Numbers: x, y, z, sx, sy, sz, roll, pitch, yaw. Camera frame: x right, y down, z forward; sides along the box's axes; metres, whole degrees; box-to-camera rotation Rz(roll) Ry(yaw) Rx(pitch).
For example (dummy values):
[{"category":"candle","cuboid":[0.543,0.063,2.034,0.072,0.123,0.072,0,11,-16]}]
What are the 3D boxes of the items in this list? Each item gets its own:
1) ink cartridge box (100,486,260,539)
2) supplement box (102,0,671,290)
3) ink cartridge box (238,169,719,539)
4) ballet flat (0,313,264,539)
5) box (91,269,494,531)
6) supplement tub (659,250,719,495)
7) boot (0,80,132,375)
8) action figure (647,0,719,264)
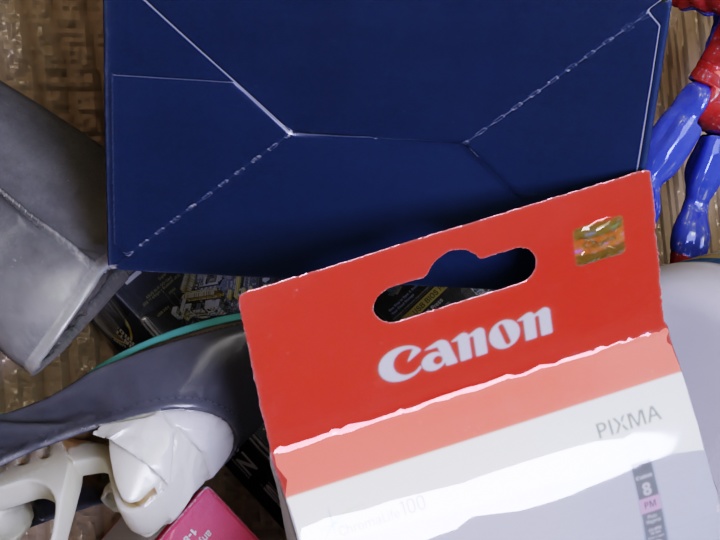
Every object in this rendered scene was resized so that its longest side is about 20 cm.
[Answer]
[{"category":"ink cartridge box","cuboid":[-0.053,0.209,0.900,0.200,0.084,0.145,47,65,-13]},{"category":"supplement box","cuboid":[0.007,-0.108,0.873,0.198,0.135,0.200,4,38,-1]},{"category":"ink cartridge box","cuboid":[0.050,0.080,0.824,0.161,0.057,0.201,-17,128,-11]},{"category":"ballet flat","cuboid":[-0.108,0.078,0.868,0.199,0.073,0.074,-17,89,1]},{"category":"box","cuboid":[0.000,0.000,0.965,0.161,0.049,0.200,46,64,1]},{"category":"supplement tub","cuboid":[0.198,0.055,1.000,0.199,0.144,0.146,-14,87,-46]},{"category":"boot","cuboid":[-0.194,-0.031,0.863,0.200,0.073,0.182,46,64,-3]},{"category":"action figure","cuboid":[0.150,-0.073,1.071,0.065,0.099,0.201,25,93,-22]}]
